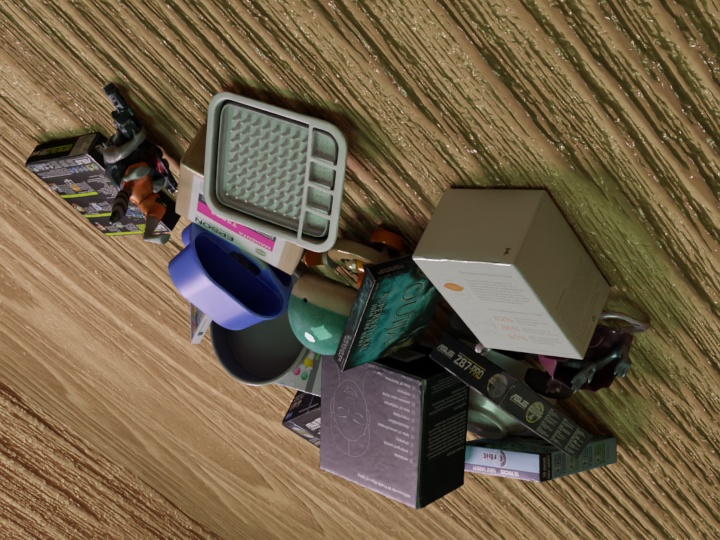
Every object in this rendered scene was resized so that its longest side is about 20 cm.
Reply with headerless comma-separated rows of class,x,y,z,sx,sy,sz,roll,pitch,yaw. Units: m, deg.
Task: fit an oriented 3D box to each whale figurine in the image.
whale figurine,-0.022,0.076,1.713,0.158,0.105,0.199,21,-179,39

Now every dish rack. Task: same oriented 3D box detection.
dish rack,-0.102,-0.129,1.478,0.198,0.044,0.174,19,121,20

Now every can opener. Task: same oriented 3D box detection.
can opener,0.213,0.121,1.669,0.198,0.068,0.053,21,165,17

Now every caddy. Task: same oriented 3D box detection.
caddy,-0.187,-0.006,1.752,0.104,0.143,0.200,-25,125,39

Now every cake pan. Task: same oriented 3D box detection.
cake pan,-0.149,0.080,1.851,0.198,0.203,0.037,12,179,31

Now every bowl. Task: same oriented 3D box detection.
bowl,0.195,0.197,1.816,0.199,0.091,0.202,23,155,11

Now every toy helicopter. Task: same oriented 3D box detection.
toy helicopter,0.000,0.000,1.663,0.130,0.080,0.200,14,165,15

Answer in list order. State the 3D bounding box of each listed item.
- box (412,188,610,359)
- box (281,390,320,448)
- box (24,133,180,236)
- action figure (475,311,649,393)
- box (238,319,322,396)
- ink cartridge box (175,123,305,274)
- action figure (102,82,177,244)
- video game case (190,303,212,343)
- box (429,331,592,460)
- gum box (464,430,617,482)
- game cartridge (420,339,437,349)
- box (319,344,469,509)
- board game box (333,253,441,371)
box,0.185,0.004,1.425,0.151,0.107,0.200,5,147,42
box,-0.034,0.194,1.962,0.086,0.165,0.200,32,156,-12
box,-0.408,-0.131,1.870,0.198,0.048,0.193,-2,144,47
action figure,0.248,0.081,1.530,0.133,0.150,0.200,25,-173,-36
box,-0.088,0.111,1.864,0.198,0.158,0.041,12,172,33
ink cartridge box,-0.153,-0.095,1.632,0.198,0.076,0.165,27,155,1
action figure,-0.328,-0.149,1.636,0.201,0.104,0.194,62,176,-36
video game case,-0.254,0.022,1.900,0.018,0.145,0.200,1,161,-16
box,0.207,0.172,1.619,0.199,0.049,0.161,36,-179,-39
gum box,0.271,0.282,1.822,0.198,0.045,0.169,-4,-178,-43
game cartridge,0.101,0.203,1.830,0.133,0.040,0.203,14,114,62
box,0.048,0.214,1.736,0.198,0.123,0.200,15,109,39
board game box,0.046,0.051,1.584,0.028,0.134,0.201,57,148,28
